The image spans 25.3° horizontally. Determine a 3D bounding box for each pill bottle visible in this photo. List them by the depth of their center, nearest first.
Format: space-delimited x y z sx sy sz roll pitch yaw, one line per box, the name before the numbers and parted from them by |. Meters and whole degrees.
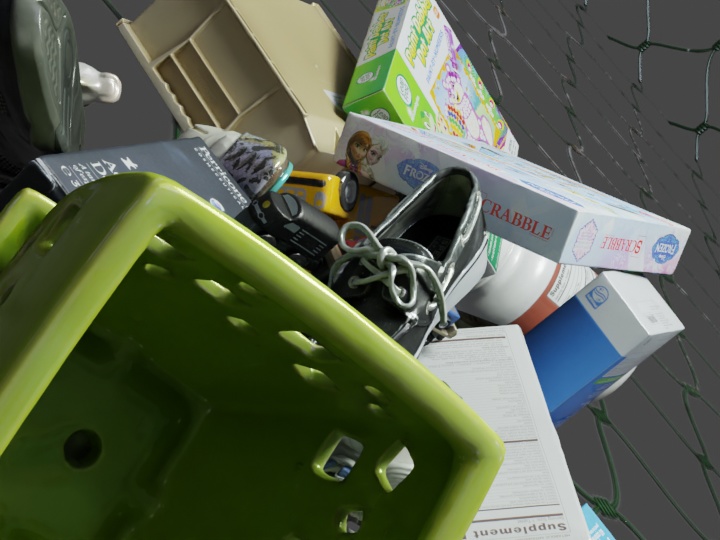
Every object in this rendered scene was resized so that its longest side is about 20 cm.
pill bottle | 0.160 0.028 1.474 0.200 0.112 0.112 39 22 -26

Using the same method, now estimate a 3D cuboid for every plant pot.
plant pot | -0.097 0.086 0.645 0.200 0.199 0.181 39 -13 -29

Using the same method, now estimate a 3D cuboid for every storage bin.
storage bin | -0.067 -0.140 1.325 0.199 0.094 0.200 57 20 19

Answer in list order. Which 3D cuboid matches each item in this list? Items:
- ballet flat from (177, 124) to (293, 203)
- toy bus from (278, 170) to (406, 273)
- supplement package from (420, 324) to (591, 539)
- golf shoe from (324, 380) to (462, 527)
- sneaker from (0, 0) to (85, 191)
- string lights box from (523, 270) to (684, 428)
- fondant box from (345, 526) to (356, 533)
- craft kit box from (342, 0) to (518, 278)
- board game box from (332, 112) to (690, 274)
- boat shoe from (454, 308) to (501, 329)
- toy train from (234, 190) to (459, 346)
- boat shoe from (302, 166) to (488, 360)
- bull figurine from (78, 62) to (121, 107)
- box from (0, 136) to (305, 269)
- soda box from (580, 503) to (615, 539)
ballet flat | -0.100 -0.061 1.061 0.072 0.072 0.200 47 -13 -7
toy bus | -0.011 -0.030 1.222 0.065 0.078 0.200 8 -2 25
supplement package | 0.063 0.140 0.997 0.200 0.114 0.110 -102 -170 -53
golf shoe | -0.002 0.094 0.924 0.078 0.097 0.200 37 -13 -27
sneaker | -0.205 -0.091 0.855 0.199 0.114 0.076 121 -29 -72
string lights box | 0.132 0.083 1.176 0.059 0.200 0.103 55 20 14
fondant box | -0.030 0.205 0.816 0.144 0.058 0.200 35 24 -36
craft kit box | 0.065 -0.122 1.369 0.198 0.048 0.200 53 30 -27
board game box | 0.114 -0.055 1.180 0.200 0.041 0.199 26 11 32
boat shoe | 0.049 0.058 1.241 0.201 0.066 0.072 17 -6 -33
toy train | 0.000 0.000 0.960 0.200 0.046 0.034 31 25 -48
boat shoe | 0.017 0.010 0.873 0.074 0.068 0.199 22 42 25
bull figurine | -0.237 -0.160 1.007 0.200 0.065 0.121 36 -11 -13
box | -0.120 0.019 0.893 0.148 0.107 0.200 51 19 6
soda box | 0.132 0.226 1.118 0.068 0.064 0.200 53 19 9
